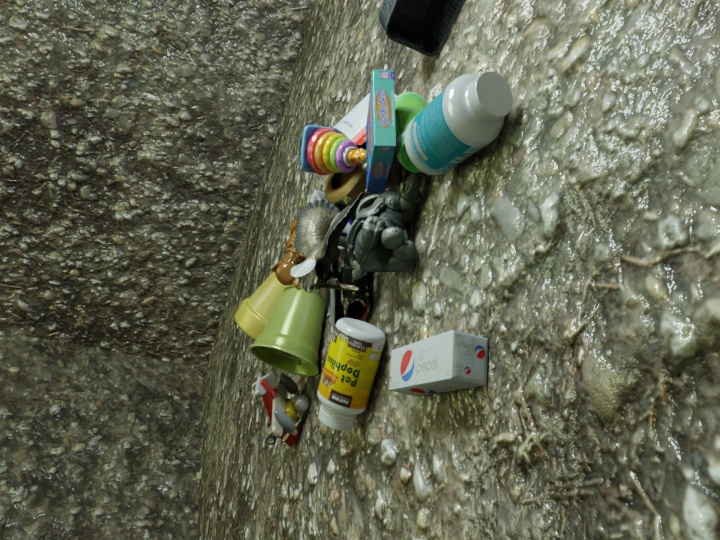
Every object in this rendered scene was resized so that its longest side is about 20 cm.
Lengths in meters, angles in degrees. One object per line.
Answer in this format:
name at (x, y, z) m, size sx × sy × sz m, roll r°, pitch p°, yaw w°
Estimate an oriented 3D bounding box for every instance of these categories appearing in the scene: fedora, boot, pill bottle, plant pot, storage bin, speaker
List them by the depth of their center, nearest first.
pill bottle at (0.158, -0.239, 0.896) m, size 0.199 × 0.107 × 0.115 m, roll 155°, pitch 126°, yaw -65°
speaker at (0.103, -0.277, 1.087) m, size 0.203 × 0.086 × 0.090 m, roll -93°, pitch 26°, yaw -51°
pill bottle at (-0.023, 0.209, 1.112) m, size 0.109 × 0.106 × 0.207 m, roll -147°, pitch 71°, yaw -69°
storage bin at (0.134, -0.568, 1.130) m, size 0.095 × 0.131 × 0.203 m, roll -103°, pitch 33°, yaw -50°
boot at (0.001, 0.001, 1.223) m, size 0.156 × 0.071 × 0.208 m, roll -100°, pitch 23°, yaw -53°
fedora at (-0.007, -0.240, 1.361) m, size 0.200 × 0.081 × 0.205 m, roll -40°, pitch 32°, yaw 32°
plant pot at (-0.178, 0.156, 1.488) m, size 0.200 × 0.195 × 0.190 m, roll -34°, pitch 35°, yaw 61°
plant pot at (-0.268, 0.117, 1.745) m, size 0.192 × 0.198 × 0.201 m, roll -57°, pitch 23°, yaw 5°

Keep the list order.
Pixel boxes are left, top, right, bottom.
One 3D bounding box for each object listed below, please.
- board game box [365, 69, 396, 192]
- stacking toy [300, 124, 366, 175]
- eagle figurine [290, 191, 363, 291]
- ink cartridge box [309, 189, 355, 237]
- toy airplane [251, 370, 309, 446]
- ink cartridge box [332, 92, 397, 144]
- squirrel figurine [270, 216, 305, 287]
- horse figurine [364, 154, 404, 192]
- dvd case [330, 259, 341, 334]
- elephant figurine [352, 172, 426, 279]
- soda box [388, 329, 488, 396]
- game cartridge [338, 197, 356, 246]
board game box at (0.037, -0.268, 1.095) m, size 0.201 × 0.043 × 0.158 m, roll 103°, pitch 167°, yaw -73°
stacking toy at (-0.041, -0.267, 1.269) m, size 0.197 × 0.114 × 0.114 m, roll 21°, pitch 110°, yaw 44°
eagle figurine at (-0.069, -0.063, 1.169) m, size 0.151 × 0.146 × 0.209 m, roll -173°, pitch 85°, yaw -90°
ink cartridge box at (-0.050, -0.124, 1.347) m, size 0.038 × 0.092 × 0.201 m, roll -59°, pitch 39°, yaw 21°
toy airplane at (-0.206, 0.354, 1.478) m, size 0.200 × 0.136 × 0.207 m, roll 73°, pitch -174°, yaw -66°
ink cartridge box at (0.021, -0.377, 1.336) m, size 0.159 × 0.048 × 0.200 m, roll -42°, pitch 21°, yaw -1°
squirrel figurine at (-0.162, -0.055, 1.490) m, size 0.189 × 0.140 × 0.201 m, roll -55°, pitch 0°, yaw -28°
horse figurine at (0.073, -0.236, 1.206) m, size 0.131 × 0.049 × 0.207 m, roll 19°, pitch 91°, yaw 60°
dvd case at (-0.060, 0.074, 1.326) m, size 0.145 × 0.017 × 0.205 m, roll -99°, pitch 9°, yaw -48°
elephant figurine at (0.061, -0.102, 1.091) m, size 0.144 × 0.149 × 0.205 m, roll 77°, pitch -161°, yaw -50°
soda box at (0.113, 0.147, 0.847) m, size 0.199 × 0.062 × 0.071 m, roll 144°, pitch 136°, yaw -62°
game cartridge at (-0.029, -0.171, 1.473) m, size 0.132 × 0.040 × 0.208 m, roll -18°, pitch 61°, yaw 63°
